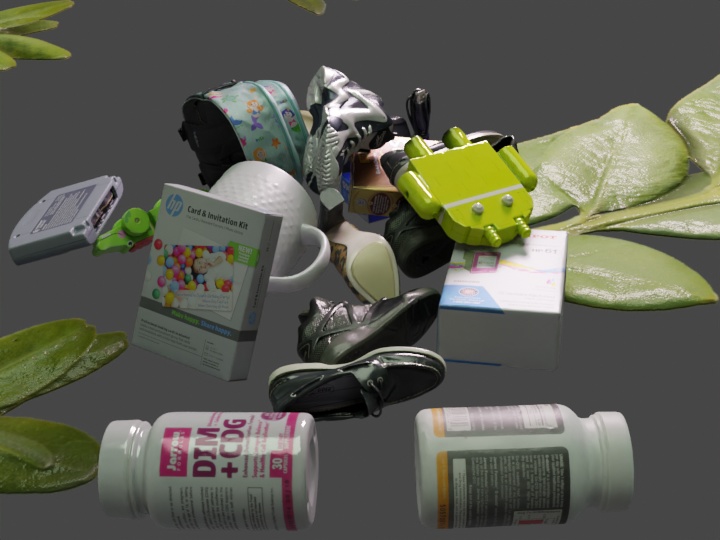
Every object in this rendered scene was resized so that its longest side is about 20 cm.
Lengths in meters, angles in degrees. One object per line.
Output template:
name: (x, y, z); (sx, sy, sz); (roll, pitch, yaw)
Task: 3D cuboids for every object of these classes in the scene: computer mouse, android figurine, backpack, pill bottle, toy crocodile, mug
computer mouse: (0.023, -0.195, 1.702); (0.199, 0.139, 0.053); (-12, 32, -15)
android figurine: (0.140, -0.104, 1.421); (0.181, 0.041, 0.200); (-15, 52, -24)
backpack: (-0.154, -0.181, 1.565); (0.150, 0.178, 0.200); (-25, 15, -15)
pill bottle: (0.153, 0.187, 1.076); (0.199, 0.117, 0.117); (-2, 31, 0)
toy crocodile: (-0.293, -0.067, 1.595); (0.200, 0.062, 0.067); (-32, 2, -36)
pill bottle: (-0.145, 0.195, 1.088); (0.199, 0.114, 0.114); (-1, 31, 4)
mug: (-0.134, -0.026, 1.426); (0.199, 0.148, 0.176); (12, 44, 21)

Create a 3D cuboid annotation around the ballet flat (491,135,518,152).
ballet flat: (0.136, -0.134, 1.502); (0.200, 0.057, 0.066); (-23, 31, -36)

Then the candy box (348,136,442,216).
candy box: (0.084, -0.131, 1.603); (0.199, 0.057, 0.117); (4, 50, -4)

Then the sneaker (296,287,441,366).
sneaker: (0.002, 0.058, 1.341); (0.199, 0.076, 0.114); (-31, 47, -30)

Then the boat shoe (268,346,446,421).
boat shoe: (-0.003, 0.133, 1.220); (0.198, 0.075, 0.066); (-3, 33, 0)

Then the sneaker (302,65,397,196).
sneaker: (-0.006, -0.178, 1.528); (0.129, 0.080, 0.200); (14, 50, -23)

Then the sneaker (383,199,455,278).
sneaker: (0.116, -0.065, 1.525); (0.199, 0.076, 0.114); (-23, 42, -21)

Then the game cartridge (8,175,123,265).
game cartridge: (-0.425, -0.073, 1.601); (0.133, 0.041, 0.200); (-11, 26, 9)

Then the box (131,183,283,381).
box: (-0.183, 0.013, 1.318); (0.155, 0.201, 0.041); (17, 7, 29)

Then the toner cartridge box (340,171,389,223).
toner cartridge box: (0.079, -0.131, 1.685); (0.199, 0.043, 0.095); (-16, 33, -21)

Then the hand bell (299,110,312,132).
hand bell: (-0.114, -0.144, 1.705); (0.104, 0.104, 0.200); (7, 45, 16)

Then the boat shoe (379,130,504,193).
boat shoe: (0.115, -0.164, 1.550); (0.199, 0.073, 0.063); (-21, 49, -31)

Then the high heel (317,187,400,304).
high heel: (0.000, 0.000, 1.475); (0.071, 0.143, 0.200); (-25, 70, -12)

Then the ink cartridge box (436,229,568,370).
ink cartridge box: (0.178, 0.028, 1.371); (0.144, 0.085, 0.200); (4, 30, 11)
